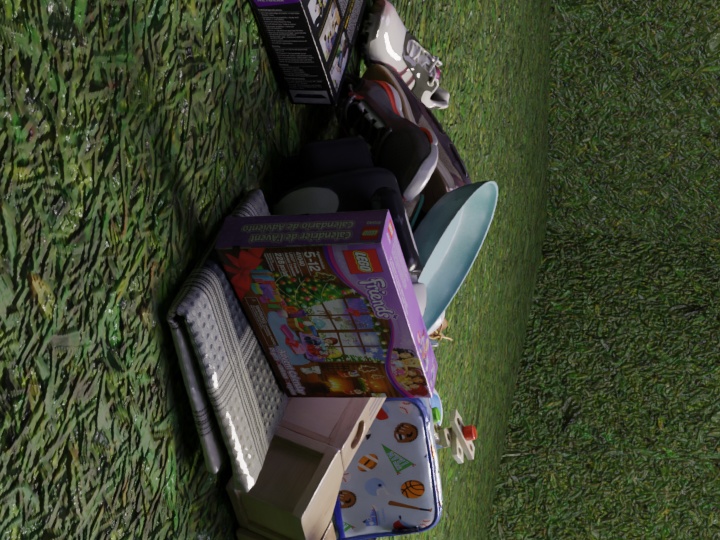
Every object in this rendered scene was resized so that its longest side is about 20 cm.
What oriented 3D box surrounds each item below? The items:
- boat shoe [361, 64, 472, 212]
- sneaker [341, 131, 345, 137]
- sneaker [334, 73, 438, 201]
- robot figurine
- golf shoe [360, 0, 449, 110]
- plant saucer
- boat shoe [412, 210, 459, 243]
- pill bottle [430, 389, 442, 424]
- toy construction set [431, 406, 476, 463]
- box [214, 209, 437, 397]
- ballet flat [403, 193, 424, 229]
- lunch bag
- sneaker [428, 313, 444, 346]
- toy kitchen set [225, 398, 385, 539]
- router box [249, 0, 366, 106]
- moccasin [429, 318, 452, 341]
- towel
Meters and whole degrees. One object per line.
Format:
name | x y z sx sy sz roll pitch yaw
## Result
boat shoe | 0.063 -0.150 1.239 0.065 0.200 0.072 -6 146 -41
sneaker | -0.009 -0.102 1.167 0.115 0.076 0.200 17 61 -50
sneaker | 0.010 -0.138 1.095 0.077 0.082 0.200 -58 -146 19
robot figurine | -0.009 -0.022 1.021 0.150 0.125 0.200 25 48 -80
golf shoe | 0.054 -0.257 1.299 0.200 0.088 0.077 61 39 -64
plant saucer | 0.080 -0.012 1.142 0.200 0.036 0.200 -53 163 -25
boat shoe | 0.047 -0.004 1.237 0.200 0.072 0.076 -33 145 -9
pill bottle | 0.047 0.183 1.418 0.200 0.112 0.112 42 56 -72
toy construction set | 0.033 0.201 1.261 0.092 0.200 0.131 -77 148 -78
box | -0.023 0.034 0.901 0.200 0.137 0.039 70 25 -45
ballet flat | 0.000 0.000 1.106 0.067 0.062 0.200 -111 -137 -80
lunch bag | 0.004 0.206 1.177 0.076 0.160 0.200 -92 175 -64
sneaker | 0.054 0.084 1.262 0.200 0.115 0.075 -10 124 -47
toy kitchen set | -0.004 0.220 1.061 0.180 0.163 0.200 -58 157 -33
router box | -0.037 -0.276 1.005 0.149 0.051 0.200 70 30 -57
moccasin | 0.102 0.075 1.648 0.074 0.078 0.201 74 27 -56
towel | -0.102 0.059 0.931 0.193 0.035 0.200 -68 150 -53
